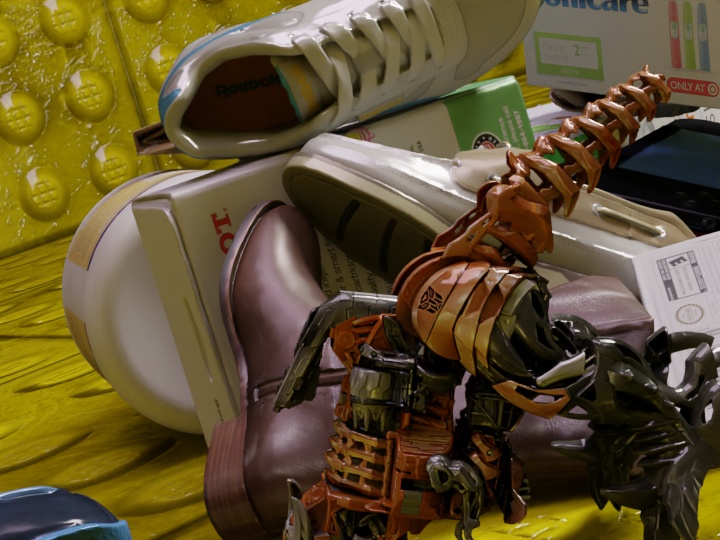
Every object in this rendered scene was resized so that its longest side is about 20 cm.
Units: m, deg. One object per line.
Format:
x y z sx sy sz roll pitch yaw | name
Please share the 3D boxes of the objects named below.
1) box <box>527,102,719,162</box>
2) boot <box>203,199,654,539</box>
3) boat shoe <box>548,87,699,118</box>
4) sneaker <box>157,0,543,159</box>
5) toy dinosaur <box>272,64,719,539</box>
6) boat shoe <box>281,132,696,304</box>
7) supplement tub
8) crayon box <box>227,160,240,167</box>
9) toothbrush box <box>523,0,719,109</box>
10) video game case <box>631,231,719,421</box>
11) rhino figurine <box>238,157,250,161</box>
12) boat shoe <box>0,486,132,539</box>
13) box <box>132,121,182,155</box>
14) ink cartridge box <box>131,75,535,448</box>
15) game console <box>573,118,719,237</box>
0.130 -0.061 1.231 0.199 0.097 0.176 -9 11 47 | box
0.036 0.023 0.754 0.199 0.064 0.187 -17 50 24 | boot
0.148 -0.135 1.127 0.064 0.072 0.200 -15 15 -12 | boat shoe
-0.003 -0.102 0.864 0.199 0.077 0.081 -21 17 11 | sneaker
0.050 0.032 0.589 0.201 0.135 0.102 -59 8 24 | toy dinosaur
0.063 -0.021 0.832 0.075 0.199 0.069 103 -167 -66 | boat shoe
-0.099 0.013 1.044 0.145 0.146 0.200 -19 8 -13 | supplement tub
-0.030 -0.022 1.157 0.051 0.127 0.200 -27 7 -10 | crayon box
0.204 -0.161 0.974 0.199 0.087 0.145 -25 26 -39 | toothbrush box
0.215 0.006 0.709 0.199 0.018 0.143 -16 27 9 | video game case
-0.015 -0.065 0.996 0.199 0.060 0.087 16 -4 -24 | rhino figurine
-0.187 0.133 0.681 0.199 0.085 0.069 -6 21 -30 | boat shoe
-0.037 -0.106 1.123 0.163 0.021 0.200 -18 1 14 | box
0.000 0.000 0.911 0.199 0.146 0.084 -20 9 -21 | ink cartridge box
0.231 -0.093 0.985 0.172 0.119 0.200 15 21 26 | game console
